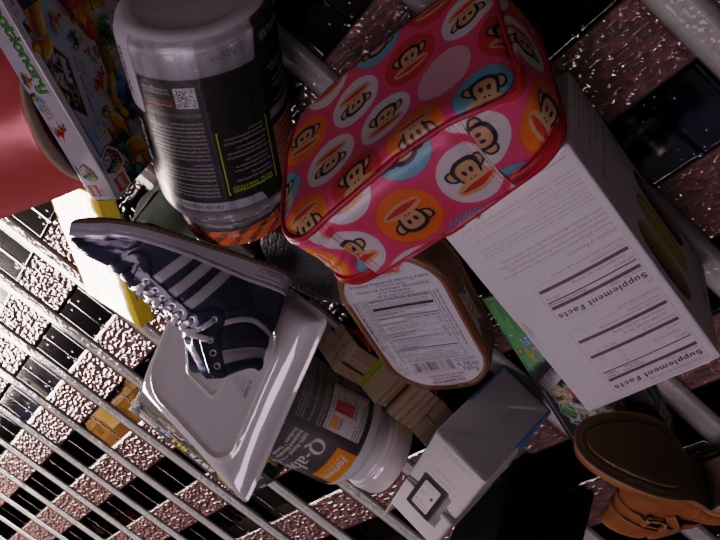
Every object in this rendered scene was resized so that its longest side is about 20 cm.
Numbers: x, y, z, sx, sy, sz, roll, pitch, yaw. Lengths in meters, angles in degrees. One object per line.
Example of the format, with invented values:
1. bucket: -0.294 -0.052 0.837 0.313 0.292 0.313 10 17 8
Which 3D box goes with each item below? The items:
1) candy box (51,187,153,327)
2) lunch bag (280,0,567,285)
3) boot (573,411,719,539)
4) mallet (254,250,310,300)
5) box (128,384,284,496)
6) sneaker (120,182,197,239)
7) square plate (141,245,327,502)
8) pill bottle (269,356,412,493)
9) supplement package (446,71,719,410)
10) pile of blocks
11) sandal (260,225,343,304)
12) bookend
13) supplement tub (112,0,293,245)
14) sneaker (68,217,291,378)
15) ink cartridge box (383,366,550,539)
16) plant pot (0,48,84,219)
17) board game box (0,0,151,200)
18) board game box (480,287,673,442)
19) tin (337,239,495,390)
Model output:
1. candy box: -0.288 -0.031 0.969 0.101 0.026 0.202 25 142 27
2. lunch bag: 0.033 -0.103 0.603 0.199 0.178 0.082 -32 130 27
3. boot: 0.264 0.207 0.838 0.197 0.075 0.155 18 147 -8
4. mallet: -0.067 0.057 0.941 0.065 0.042 0.202 10 141 19
5. box: -0.194 0.203 1.124 0.199 0.050 0.160 39 151 -3
6. sneaker: -0.205 -0.028 0.868 0.073 0.119 0.201 33 141 -8
7. square plate: -0.137 0.086 0.866 0.197 0.028 0.202 35 107 38
8. pill bottle: -0.049 0.157 0.945 0.198 0.118 0.116 29 142 -22
9. supplement package: 0.160 -0.017 0.647 0.109 0.114 0.200 -29 115 30
10. pile of blocks: 0.035 0.105 0.918 0.062 0.082 0.200 -44 119 5
11. sandal: 0.000 0.001 0.837 0.197 0.043 0.076 20 141 -5
12. bookend: 0.149 0.340 0.969 0.091 0.201 0.200 29 140 0
13. supplement tub: -0.115 -0.126 0.709 0.121 0.123 0.202 13 136 19
14. sneaker: -0.157 0.028 0.751 0.197 0.110 0.070 18 170 -28
15. ink cartridge box: 0.104 0.202 0.908 0.068 0.116 0.201 43 143 17
16. plant pot: -0.315 -0.140 0.777 0.174 0.202 0.202 -4 131 22
17. board game box: -0.219 -0.175 0.718 0.034 0.127 0.202 2 133 29
18. board game box: 0.200 0.082 0.810 0.104 0.024 0.201 -11 125 39
19. tin: 0.053 0.040 0.802 0.110 0.042 0.201 -13 132 23
